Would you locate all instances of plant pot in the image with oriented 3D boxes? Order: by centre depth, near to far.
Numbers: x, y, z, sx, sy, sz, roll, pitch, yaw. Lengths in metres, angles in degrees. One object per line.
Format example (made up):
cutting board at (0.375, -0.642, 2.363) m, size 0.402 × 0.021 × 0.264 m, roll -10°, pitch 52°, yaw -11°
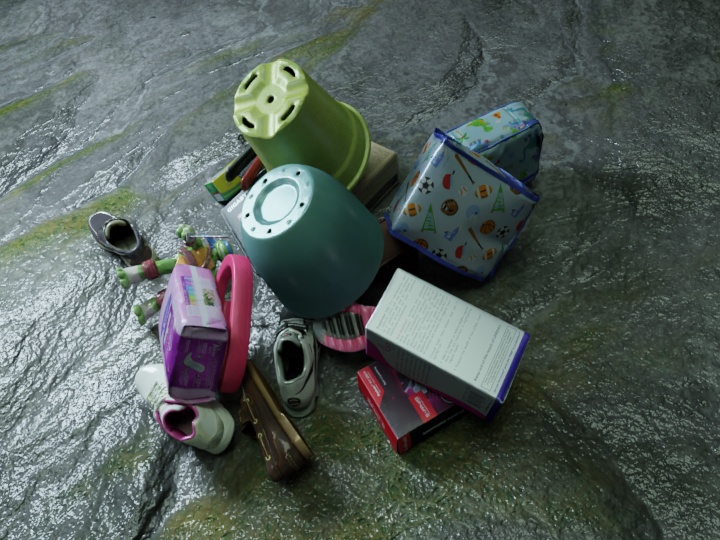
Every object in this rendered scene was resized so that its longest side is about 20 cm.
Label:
plant pot at (-0.084, -0.057, 0.998) m, size 0.196 × 0.161 × 0.205 m, roll -14°, pitch 54°, yaw 21°
plant pot at (-0.105, -0.226, 1.076) m, size 0.195 × 0.184 × 0.206 m, roll -8°, pitch 69°, yaw 21°

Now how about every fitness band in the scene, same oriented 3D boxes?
fitness band at (-0.193, 0.078, 1.005) m, size 0.036 × 0.143 × 0.206 m, roll 8°, pitch 69°, yaw -24°

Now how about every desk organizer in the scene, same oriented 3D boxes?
desk organizer at (0.000, 0.000, 1.112) m, size 0.198 × 0.073 × 0.077 m, roll -33°, pitch 55°, yaw -17°

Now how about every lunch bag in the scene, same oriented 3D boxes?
lunch bag at (0.160, -0.096, 1.059) m, size 0.196 × 0.172 × 0.124 m, roll 27°, pitch 19°, yaw -12°
lunch bag at (0.220, -0.187, 1.172) m, size 0.196 × 0.162 × 0.083 m, roll -25°, pitch 55°, yaw -9°

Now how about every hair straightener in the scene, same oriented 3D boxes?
hair straightener at (-0.186, -0.240, 1.211) m, size 0.076 × 0.041 × 0.203 m, roll 26°, pitch 71°, yaw 11°

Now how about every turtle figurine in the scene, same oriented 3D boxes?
turtle figurine at (-0.289, 0.009, 1.106) m, size 0.190 × 0.146 × 0.201 m, roll -25°, pitch 46°, yaw -14°

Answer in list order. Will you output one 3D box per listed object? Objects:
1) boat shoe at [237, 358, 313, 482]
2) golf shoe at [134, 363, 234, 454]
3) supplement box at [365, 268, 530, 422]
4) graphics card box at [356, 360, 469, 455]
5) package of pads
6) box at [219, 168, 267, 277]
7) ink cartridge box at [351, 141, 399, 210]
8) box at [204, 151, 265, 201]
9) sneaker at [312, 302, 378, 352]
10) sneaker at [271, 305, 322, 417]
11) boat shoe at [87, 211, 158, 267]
boat shoe at (-0.141, 0.208, 0.959) m, size 0.070 × 0.071 × 0.200 m, roll -37°, pitch 44°, yaw -5°
golf shoe at (-0.270, 0.190, 0.978) m, size 0.197 × 0.091 × 0.077 m, roll 26°, pitch 89°, yaw 29°
supplement box at (0.111, 0.100, 0.903) m, size 0.196 × 0.102 × 0.105 m, roll 26°, pitch 67°, yaw 12°
graphics card box at (0.106, 0.158, 0.974) m, size 0.196 × 0.052 × 0.126 m, roll -26°, pitch 51°, yaw -13°
package of pads at (-0.249, 0.088, 0.993) m, size 0.074 × 0.123 × 0.201 m, roll 8°, pitch 22°, yaw -24°
box at (-0.134, -0.107, 1.179) m, size 0.199 × 0.046 × 0.160 m, roll -40°, pitch 60°, yaw 7°
ink cartridge box at (-0.049, -0.181, 1.269) m, size 0.197 × 0.076 × 0.165 m, roll 29°, pitch 62°, yaw 29°
box at (-0.203, -0.212, 1.286) m, size 0.200 × 0.049 × 0.117 m, roll -45°, pitch 18°, yaw -12°
sneaker at (0.026, 0.082, 1.034) m, size 0.194 × 0.095 × 0.082 m, roll -7°, pitch 81°, yaw 10°
sneaker at (-0.097, 0.110, 1.027) m, size 0.072 × 0.090 × 0.203 m, roll -11°, pitch 48°, yaw 2°
boat shoe at (-0.447, -0.066, 1.248) m, size 0.072 × 0.066 × 0.199 m, roll -39°, pitch 54°, yaw -21°
